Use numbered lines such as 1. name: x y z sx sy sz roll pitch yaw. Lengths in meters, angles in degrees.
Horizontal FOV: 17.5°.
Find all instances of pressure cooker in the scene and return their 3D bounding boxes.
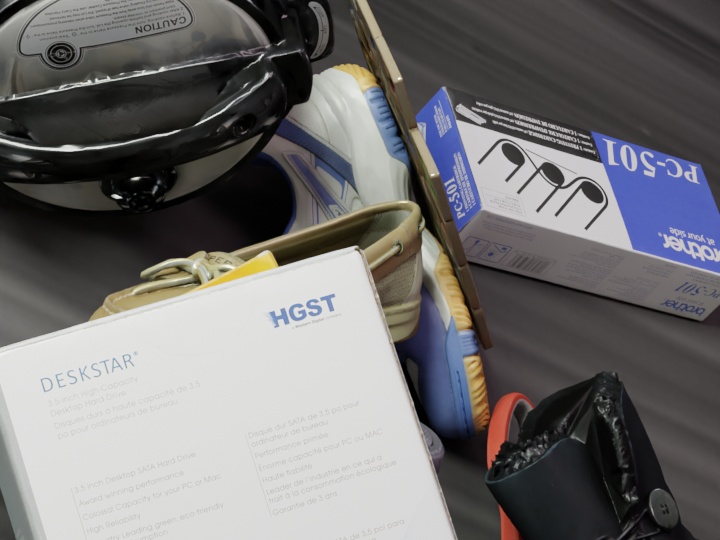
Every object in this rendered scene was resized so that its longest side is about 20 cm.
1. pressure cooker: -0.117 -0.123 1.104 0.178 0.176 0.201 26 38 -37

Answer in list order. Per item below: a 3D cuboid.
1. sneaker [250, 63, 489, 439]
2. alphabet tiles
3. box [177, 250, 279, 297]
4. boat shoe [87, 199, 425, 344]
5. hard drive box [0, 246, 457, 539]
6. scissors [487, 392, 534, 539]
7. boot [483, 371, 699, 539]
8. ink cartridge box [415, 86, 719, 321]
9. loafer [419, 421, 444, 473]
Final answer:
1. sneaker: 0.000 0.000 1.186 0.075 0.088 0.201 89 -22 -81
2. alphabet tiles: 0.027 -0.058 1.189 0.200 0.006 0.167 70 -2 -48
3. box: -0.044 0.108 0.962 0.119 0.041 0.201 -27 89 -16
4. boat shoe: -0.045 0.007 1.063 0.200 0.063 0.073 -8 23 -44
5. hard drive box: -0.046 0.111 0.897 0.155 0.077 0.201 -15 81 -15
6. scissors: 0.072 0.141 1.122 0.073 0.014 0.200 57 30 -27
7. boot: 0.157 0.123 1.150 0.200 0.076 0.169 -27 90 -47
8. ink cartridge box: 0.125 -0.037 1.353 0.199 0.044 0.094 14 45 -33
9. loafer: -0.064 0.085 1.028 0.199 0.063 0.072 11 18 -12
